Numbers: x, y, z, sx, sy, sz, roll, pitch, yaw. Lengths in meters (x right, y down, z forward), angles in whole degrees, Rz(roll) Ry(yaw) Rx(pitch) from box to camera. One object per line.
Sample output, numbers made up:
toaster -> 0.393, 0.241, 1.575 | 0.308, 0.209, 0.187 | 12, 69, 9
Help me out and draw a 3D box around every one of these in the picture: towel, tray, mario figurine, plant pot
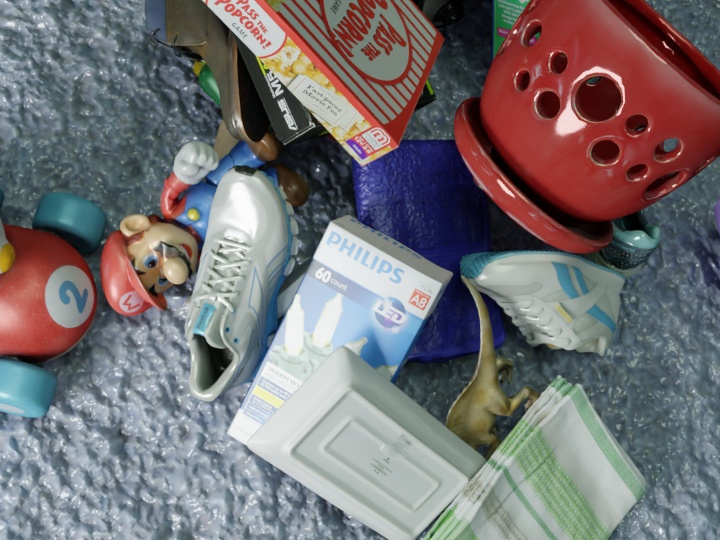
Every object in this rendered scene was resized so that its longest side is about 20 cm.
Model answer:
towel -> 0.067, -0.021, 0.847 | 0.147, 0.049, 0.201 | -7, 87, -41
towel -> 0.155, 0.209, 0.811 | 0.200, 0.031, 0.149 | -46, 110, -22
tray -> 0.015, 0.150, 0.758 | 0.107, 0.022, 0.200 | -47, 124, 3
mario figurine -> -0.132, -0.031, 0.823 | 0.200, 0.106, 0.124 | -41, 87, -13
plant pot -> 0.189, -0.132, 0.805 | 0.200, 0.183, 0.201 | 32, 31, -22

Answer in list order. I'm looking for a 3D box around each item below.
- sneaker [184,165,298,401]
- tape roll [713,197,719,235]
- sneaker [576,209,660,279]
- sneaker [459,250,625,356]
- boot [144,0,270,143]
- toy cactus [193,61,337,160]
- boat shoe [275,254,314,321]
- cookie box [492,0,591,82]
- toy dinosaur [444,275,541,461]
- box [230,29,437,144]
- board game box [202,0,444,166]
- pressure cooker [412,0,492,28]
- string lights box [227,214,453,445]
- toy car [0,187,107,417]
sneaker -> -0.102, 0.017, 0.765 | 0.075, 0.201, 0.087 | 14, 23, 18
tape roll -> 0.445, -0.043, 0.902 | 0.199, 0.200, 0.085 | -3, 70, -13
sneaker -> 0.234, -0.092, 0.935 | 0.077, 0.086, 0.200 | -18, 73, -26
sneaker -> 0.166, 0.027, 0.850 | 0.200, 0.076, 0.081 | 14, 82, -38
boot -> -0.133, -0.192, 0.834 | 0.097, 0.075, 0.201 | -14, 68, 19
toy cactus -> -0.097, -0.162, 0.908 | 0.200, 0.102, 0.165 | 27, 86, -4
boat shoe -> -0.001, 0.000, 0.867 | 0.199, 0.074, 0.068 | -37, 97, -34
cookie box -> 0.200, -0.278, 0.922 | 0.075, 0.200, 0.171 | 26, 52, 31
toy dinosaur -> 0.108, 0.107, 0.816 | 0.101, 0.058, 0.201 | -2, 109, -46
box -> -0.035, -0.221, 0.837 | 0.193, 0.047, 0.201 | -25, 91, -53
board game box -> -0.028, -0.206, 0.765 | 0.200, 0.046, 0.152 | 44, 46, -24
pressure cooker -> 0.080, -0.340, 0.950 | 0.176, 0.179, 0.200 | -32, 74, -28
string lights box -> -0.017, 0.068, 0.779 | 0.103, 0.059, 0.200 | 29, 105, 9
toy car -> -0.298, -0.007, 0.735 | 0.176, 0.200, 0.185 | 13, 68, -5
